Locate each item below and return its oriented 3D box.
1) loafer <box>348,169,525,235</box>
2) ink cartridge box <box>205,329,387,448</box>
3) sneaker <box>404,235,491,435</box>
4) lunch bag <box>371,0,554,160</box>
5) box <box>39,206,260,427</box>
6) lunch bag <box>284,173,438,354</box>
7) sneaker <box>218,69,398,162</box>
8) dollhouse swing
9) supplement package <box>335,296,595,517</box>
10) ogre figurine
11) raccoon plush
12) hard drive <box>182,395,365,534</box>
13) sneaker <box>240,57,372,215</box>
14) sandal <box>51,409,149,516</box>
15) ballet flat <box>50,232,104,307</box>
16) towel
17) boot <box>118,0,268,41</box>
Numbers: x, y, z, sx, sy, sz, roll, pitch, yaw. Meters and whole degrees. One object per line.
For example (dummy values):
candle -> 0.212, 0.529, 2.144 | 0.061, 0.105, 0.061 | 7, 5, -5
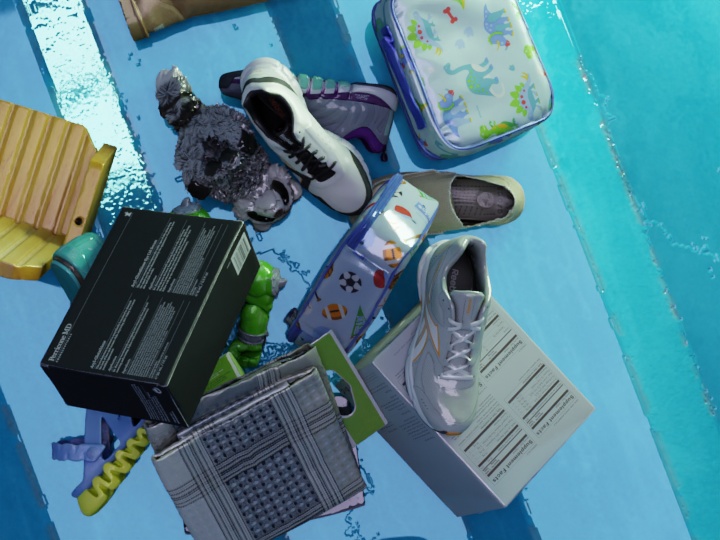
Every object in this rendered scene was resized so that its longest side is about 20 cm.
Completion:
loafer -> 0.086, -0.078, 1.607 | 0.199, 0.068, 0.076 | -7, 88, -4
ink cartridge box -> -0.093, 0.151, 1.511 | 0.200, 0.076, 0.148 | -33, 123, -5
sneaker -> 0.091, 0.059, 1.428 | 0.075, 0.092, 0.201 | 4, 76, -15
lunch bag -> 0.107, -0.229, 1.594 | 0.160, 0.082, 0.201 | -23, 91, -21
box -> -0.202, 0.042, 1.432 | 0.141, 0.079, 0.200 | 9, 55, 20
lunch bag -> 0.000, 0.000, 1.538 | 0.075, 0.160, 0.200 | 34, 122, -3
sneaker -> -0.059, -0.170, 1.602 | 0.199, 0.074, 0.088 | 7, 92, -4
dollhouse swing -> -0.383, -0.093, 1.526 | 0.199, 0.176, 0.183 | 17, 87, -2
supplement package -> 0.108, 0.133, 1.546 | 0.151, 0.152, 0.200 | -43, 91, -20
ogre figurine -> -0.164, 0.008, 1.566 | 0.200, 0.098, 0.120 | 48, 113, 9
raccoon plush -> -0.137, -0.136, 1.605 | 0.097, 0.134, 0.201 | -30, 58, 17
hard drive -> -0.102, 0.212, 1.599 | 0.199, 0.042, 0.136 | -9, 88, -4
sneaker -> -0.062, -0.130, 1.547 | 0.074, 0.080, 0.200 | -37, 107, 19
sandal -> -0.262, 0.164, 1.575 | 0.087, 0.079, 0.200 | 37, 85, 2
ballet flat -> -0.273, 0.034, 1.539 | 0.067, 0.200, 0.070 | 32, 59, 25
towel -> -0.101, 0.190, 1.462 | 0.192, 0.035, 0.201 | -25, 121, -8
boot -> -0.184, -0.360, 1.606 | 0.199, 0.066, 0.176 | -21, 102, -3
